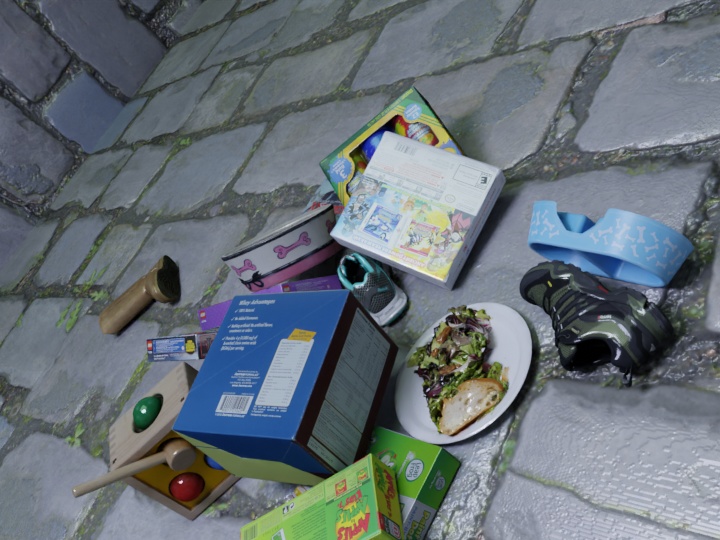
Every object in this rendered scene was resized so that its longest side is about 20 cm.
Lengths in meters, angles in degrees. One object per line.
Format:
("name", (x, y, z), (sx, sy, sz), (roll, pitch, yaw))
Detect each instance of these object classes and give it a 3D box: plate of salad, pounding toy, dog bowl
("plate of salad", (0.117, 0.117, 0.968), (0.200, 0.048, 0.201), (-30, 36, 25))
("pounding toy", (-0.270, 0.255, 1.120), (0.184, 0.200, 0.142), (-42, 33, 7))
("dog bowl", (-0.119, -0.033, 1.275), (0.199, 0.074, 0.200), (-25, 9, 4))
("dog bowl", (0.273, -0.029, 0.896), (0.200, 0.111, 0.050), (16, 79, 54))

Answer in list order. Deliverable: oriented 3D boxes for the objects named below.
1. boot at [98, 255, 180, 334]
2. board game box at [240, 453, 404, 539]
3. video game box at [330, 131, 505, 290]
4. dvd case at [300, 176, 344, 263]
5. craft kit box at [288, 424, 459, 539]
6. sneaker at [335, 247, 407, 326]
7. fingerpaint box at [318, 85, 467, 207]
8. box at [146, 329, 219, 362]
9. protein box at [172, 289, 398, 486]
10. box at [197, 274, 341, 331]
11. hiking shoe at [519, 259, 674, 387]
("boot", (-0.476, 0.073, 1.687), (0.200, 0.066, 0.175), (-40, 21, 10))
("board game box", (-0.048, 0.300, 0.882), (0.200, 0.048, 0.102), (-34, 35, 19))
("video game box", (0.082, -0.090, 1.140), (0.199, 0.047, 0.183), (24, 78, 28))
("dvd case", (-0.058, -0.103, 1.432), (0.146, 0.022, 0.200), (9, 61, 53))
("craft kit box", (-0.004, 0.283, 0.934), (0.197, 0.049, 0.201), (7, 60, 49))
("sneaker", (0.000, 0.000, 1.188), (0.078, 0.091, 0.200), (-45, 32, 1))
("fingerpaint box", (0.058, -0.160, 1.247), (0.200, 0.073, 0.167), (-37, 64, 14))
("box", (-0.210, 0.111, 1.228), (0.137, 0.199, 0.040), (-8, 87, 43))
("protein box", (-0.089, 0.145, 0.989), (0.198, 0.135, 0.201), (-4, 51, 35))
("box", (-0.146, 0.052, 1.268), (0.199, 0.137, 0.039), (-16, 85, 38))
("hiking shoe", (0.236, 0.055, 0.871), (0.101, 0.076, 0.200), (-50, 33, -11))
